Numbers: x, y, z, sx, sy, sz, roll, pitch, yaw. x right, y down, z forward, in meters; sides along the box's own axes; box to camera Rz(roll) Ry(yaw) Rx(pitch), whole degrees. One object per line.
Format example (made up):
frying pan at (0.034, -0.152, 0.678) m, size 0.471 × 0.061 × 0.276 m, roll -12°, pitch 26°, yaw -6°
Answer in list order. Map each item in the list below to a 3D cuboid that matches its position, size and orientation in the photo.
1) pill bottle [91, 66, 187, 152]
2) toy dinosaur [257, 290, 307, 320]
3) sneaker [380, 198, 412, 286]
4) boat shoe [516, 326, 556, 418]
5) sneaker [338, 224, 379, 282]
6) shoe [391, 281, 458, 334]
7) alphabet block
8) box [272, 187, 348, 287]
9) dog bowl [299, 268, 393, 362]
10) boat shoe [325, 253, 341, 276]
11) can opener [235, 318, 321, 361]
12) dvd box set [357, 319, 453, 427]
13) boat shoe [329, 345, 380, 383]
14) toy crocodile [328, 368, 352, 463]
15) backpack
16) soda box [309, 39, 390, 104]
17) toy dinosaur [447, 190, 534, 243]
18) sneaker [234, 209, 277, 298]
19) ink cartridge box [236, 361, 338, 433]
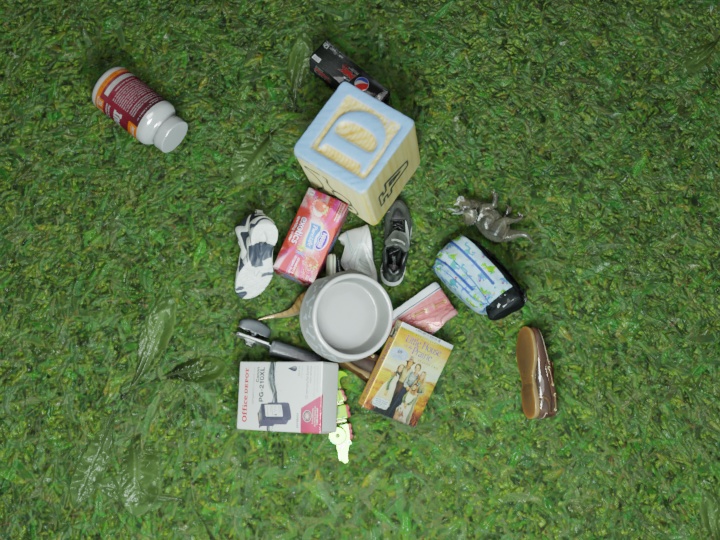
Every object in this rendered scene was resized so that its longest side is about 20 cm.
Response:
pill bottle at (-0.497, -0.361, 1.584) m, size 0.200 × 0.113 × 0.113 m, roll 38°, pitch 82°, yaw 5°
toy dinosaur at (-0.123, 0.078, 1.540) m, size 0.106 × 0.200 × 0.060 m, roll 39°, pitch 37°, yaw -18°
sneaker at (0.083, -0.068, 1.562) m, size 0.066 × 0.091 × 0.200 m, roll 7°, pitch 80°, yaw -1°
boat shoe at (0.390, 0.223, 1.531) m, size 0.070 × 0.070 × 0.200 m, roll -1°, pitch 85°, yaw -20°
sneaker at (0.000, 0.000, 1.566) m, size 0.080 × 0.070 × 0.201 m, roll -11°, pitch 73°, yaw 2°
shoe at (0.117, 0.117, 1.542) m, size 0.200 × 0.071 × 0.091 m, roll -35°, pitch 80°, yaw -10°
alphabet block at (-0.001, -0.249, 1.520) m, size 0.195 × 0.200 × 0.196 m, roll 35°, pitch 82°, yaw 15°
box at (-0.109, -0.069, 1.554) m, size 0.100 × 0.095 × 0.200 m, roll 24°, pitch 81°, yaw 2°
dog bowl at (-0.023, 0.094, 1.445) m, size 0.200 × 0.059 × 0.200 m, roll 1°, pitch 87°, yaw -20°
boat shoe at (-0.034, 0.057, 1.533) m, size 0.062 × 0.075 × 0.200 m, roll -15°, pitch 101°, yaw -9°
can opener at (-0.177, 0.159, 1.536) m, size 0.200 × 0.053 × 0.067 m, roll 18°, pitch 72°, yaw -2°
dvd box set at (0.099, 0.223, 1.502) m, size 0.146 × 0.029 × 0.200 m, roll 27°, pitch 88°, yaw -25°
boat shoe at (-0.013, 0.187, 1.517) m, size 0.200 × 0.070 × 0.070 m, roll 32°, pitch 71°, yaw -18°
toy crocodile at (-0.045, 0.313, 1.506) m, size 0.062 × 0.068 × 0.200 m, roll -9°, pitch 81°, yaw -3°
backpack at (0.254, 0.015, 1.525) m, size 0.154 × 0.163 × 0.200 m, roll -29°, pitch 76°, yaw 9°
soda box at (-0.026, -0.443, 1.631) m, size 0.200 × 0.071 × 0.063 m, roll 41°, pitch 81°, yaw 5°
toy dinosaur at (0.304, -0.113, 1.595) m, size 0.200 × 0.077 × 0.102 m, roll 40°, pitch 94°, yaw 0°
sneaker at (-0.242, -0.046, 1.563) m, size 0.079 × 0.130 × 0.199 m, roll 2°, pitch 119°, yaw -19°
ink cartridge box at (-0.154, 0.265, 1.467) m, size 0.200 × 0.084 × 0.145 m, roll -3°, pitch 79°, yaw 23°
